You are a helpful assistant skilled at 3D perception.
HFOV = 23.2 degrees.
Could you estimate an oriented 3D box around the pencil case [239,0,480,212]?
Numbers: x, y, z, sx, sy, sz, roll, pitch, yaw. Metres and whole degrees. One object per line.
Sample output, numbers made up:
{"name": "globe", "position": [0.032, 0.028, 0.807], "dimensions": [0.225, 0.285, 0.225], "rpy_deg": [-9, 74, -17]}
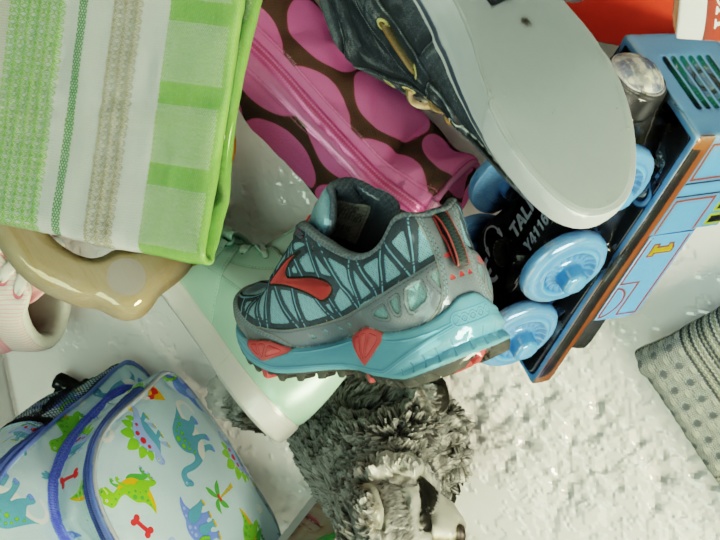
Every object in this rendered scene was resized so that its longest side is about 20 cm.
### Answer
{"name": "pencil case", "position": [-0.026, -0.090, 0.919], "dimensions": [0.200, 0.094, 0.091], "rpy_deg": [43, 85, 0]}

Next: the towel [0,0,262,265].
{"name": "towel", "position": [-0.140, -0.091, 0.887], "dimensions": [0.198, 0.031, 0.151], "rpy_deg": [13, 98, 30]}

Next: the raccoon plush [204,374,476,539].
{"name": "raccoon plush", "position": [-0.026, 0.124, 1.007], "dimensions": [0.198, 0.134, 0.098], "rpy_deg": [-3, 114, 31]}

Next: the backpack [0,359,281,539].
{"name": "backpack", "position": [-0.158, 0.165, 1.065], "dimensions": [0.146, 0.200, 0.184], "rpy_deg": [-27, 99, 37]}

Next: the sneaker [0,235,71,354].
{"name": "sneaker", "position": [-0.232, -0.035, 1.084], "dimensions": [0.104, 0.075, 0.202], "rpy_deg": [7, 123, 29]}

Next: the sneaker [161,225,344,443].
{"name": "sneaker", "position": [-0.060, -0.011, 1.014], "dimensions": [0.118, 0.074, 0.201], "rpy_deg": [-40, 66, 1]}

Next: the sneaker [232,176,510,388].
{"name": "sneaker", "position": [0.000, 0.000, 0.870], "dimensions": [0.199, 0.079, 0.097], "rpy_deg": [-2, 103, 54]}

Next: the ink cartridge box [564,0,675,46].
{"name": "ink cartridge box", "position": [0.081, -0.193, 0.793], "dimensions": [0.158, 0.047, 0.202], "rpy_deg": [12, 125, 10]}

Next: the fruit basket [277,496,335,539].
{"name": "fruit basket", "position": [0.000, 0.234, 1.010], "dimensions": [0.184, 0.200, 0.094], "rpy_deg": [33, 128, 12]}

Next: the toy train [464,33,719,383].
{"name": "toy train", "position": [0.113, -0.027, 0.861], "dimensions": [0.087, 0.113, 0.201], "rpy_deg": [62, 142, 33]}

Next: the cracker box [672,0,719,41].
{"name": "cracker box", "position": [0.232, -0.159, 0.716], "dimensions": [0.197, 0.058, 0.135], "rpy_deg": [5, 125, 9]}

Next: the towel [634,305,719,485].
{"name": "towel", "position": [0.266, 0.084, 0.889], "dimensions": [0.192, 0.035, 0.201], "rpy_deg": [-31, 95, 35]}

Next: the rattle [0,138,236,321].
{"name": "rattle", "position": [-0.166, -0.074, 0.930], "dimensions": [0.200, 0.143, 0.130], "rpy_deg": [43, 85, 5]}

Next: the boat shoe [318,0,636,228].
{"name": "boat shoe", "position": [0.049, -0.094, 0.795], "dimensions": [0.202, 0.070, 0.091], "rpy_deg": [61, 151, 15]}
